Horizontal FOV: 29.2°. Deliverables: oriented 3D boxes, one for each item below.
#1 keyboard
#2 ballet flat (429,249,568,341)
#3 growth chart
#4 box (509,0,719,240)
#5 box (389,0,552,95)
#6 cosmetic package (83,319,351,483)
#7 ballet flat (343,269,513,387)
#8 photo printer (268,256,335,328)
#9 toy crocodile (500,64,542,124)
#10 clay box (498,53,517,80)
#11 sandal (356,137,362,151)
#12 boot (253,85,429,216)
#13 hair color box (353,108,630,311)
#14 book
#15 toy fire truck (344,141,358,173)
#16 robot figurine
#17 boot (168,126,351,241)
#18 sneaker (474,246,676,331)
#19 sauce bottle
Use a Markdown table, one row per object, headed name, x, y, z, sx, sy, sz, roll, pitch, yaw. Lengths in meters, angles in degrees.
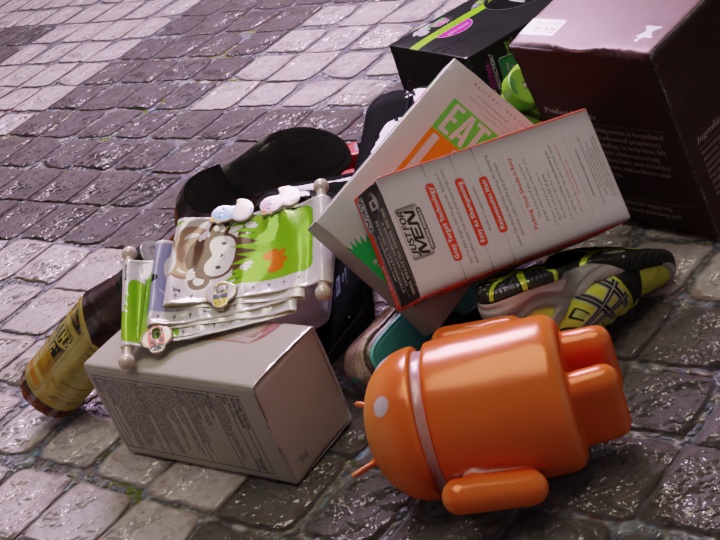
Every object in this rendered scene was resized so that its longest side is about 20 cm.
| name | x | y | z | sx | sy | sz | roll | pitch | yaw |
| --- | --- | --- | --- | --- | --- | --- | --- | --- | --- |
| keyboard | 0.000 | 0.000 | 1.275 | 0.127 | 0.021 | 0.200 | -53 | 18 | 21 |
| ballet flat | 0.123 | 0.034 | 1.159 | 0.200 | 0.047 | 0.067 | -34 | 31 | -24 |
| growth chart | -0.112 | -0.003 | 1.153 | 0.199 | 0.018 | 0.145 | -18 | 51 | 5 |
| box | 0.271 | -0.162 | 1.226 | 0.164 | 0.200 | 0.166 | -44 | 35 | -22 |
| box | 0.162 | -0.230 | 1.527 | 0.200 | 0.125 | 0.148 | -33 | 29 | -24 |
| cosmetic package | -0.120 | 0.100 | 1.149 | 0.199 | 0.104 | 0.087 | 5 | 38 | 38 |
| ballet flat | 0.055 | 0.033 | 1.197 | 0.200 | 0.068 | 0.067 | -38 | 4 | -32 |
| photo printer | -0.123 | 0.021 | 1.305 | 0.199 | 0.070 | 0.167 | -23 | 28 | 16 |
| toy crocodile | 0.143 | -0.119 | 1.274 | 0.068 | 0.062 | 0.201 | 132 | 155 | -55 |
| clay box | 0.247 | -0.183 | 1.391 | 0.199 | 0.115 | 0.048 | -13 | 29 | 16 |
| sandal | 0.084 | -0.120 | 1.380 | 0.199 | 0.043 | 0.076 | 2 | 20 | 29 |
| boot | 0.002 | -0.102 | 1.275 | 0.164 | 0.066 | 0.200 | 3 | 42 | 9 |
| hair color box | 0.107 | -0.050 | 1.113 | 0.199 | 0.102 | 0.061 | -19 | -6 | -22 |
| book | 0.066 | -0.064 | 1.159 | 0.200 | 0.134 | 0.048 | -52 | 7 | -22 |
| toy fire truck | 0.016 | -0.082 | 1.441 | 0.140 | 0.049 | 0.200 | -10 | 28 | 19 |
| robot figurine | 0.089 | 0.100 | 0.989 | 0.199 | 0.145 | 0.117 | -14 | -11 | 12 |
| boot | -0.112 | -0.062 | 1.420 | 0.188 | 0.069 | 0.200 | -30 | -9 | -22 |
| sneaker | 0.176 | 0.026 | 1.119 | 0.199 | 0.077 | 0.075 | -15 | 9 | -30 |
| sauce bottle | -0.236 | 0.052 | 1.255 | 0.200 | 0.066 | 0.066 | -48 | 17 | 25 |
